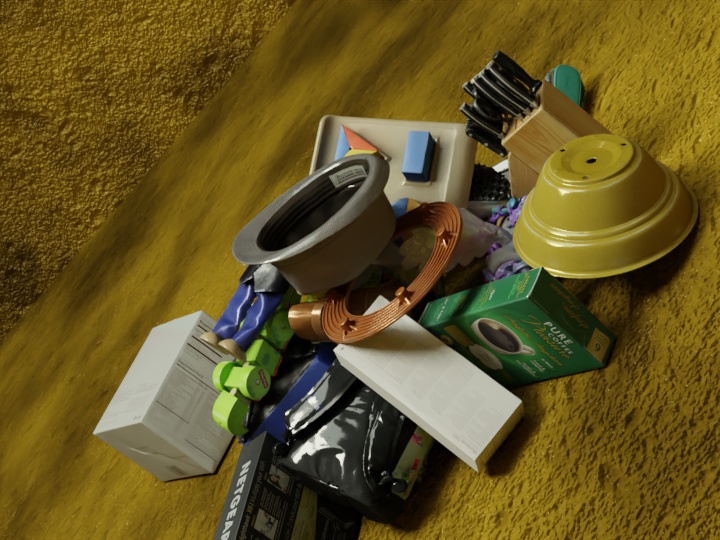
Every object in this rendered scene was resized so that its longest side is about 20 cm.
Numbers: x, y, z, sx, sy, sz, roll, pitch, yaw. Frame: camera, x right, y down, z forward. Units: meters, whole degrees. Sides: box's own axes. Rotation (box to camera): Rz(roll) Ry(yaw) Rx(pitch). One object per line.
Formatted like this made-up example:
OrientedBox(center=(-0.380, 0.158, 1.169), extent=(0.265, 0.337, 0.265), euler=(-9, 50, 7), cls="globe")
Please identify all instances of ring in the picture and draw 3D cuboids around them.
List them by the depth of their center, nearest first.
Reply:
OrientedBox(center=(0.030, -0.003, 1.526), extent=(0.200, 0.019, 0.201), euler=(-37, 24, 19), cls="ring")

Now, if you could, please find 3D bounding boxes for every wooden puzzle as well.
OrientedBox(center=(0.030, -0.099, 1.669), extent=(0.046, 0.197, 0.188), euler=(57, -138, -68), cls="wooden puzzle")

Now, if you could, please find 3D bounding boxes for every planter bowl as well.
OrientedBox(center=(0.249, -0.085, 1.462), extent=(0.198, 0.084, 0.201), euler=(-13, 34, 9), cls="planter bowl")

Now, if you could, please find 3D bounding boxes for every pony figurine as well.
OrientedBox(center=(0.168, -0.009, 1.580), extent=(0.192, 0.168, 0.200), euler=(-36, 23, -15), cls="pony figurine")

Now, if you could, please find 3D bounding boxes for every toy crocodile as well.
OrientedBox(center=(-0.119, 0.100, 1.665), extent=(0.067, 0.062, 0.202), euler=(2, 60, 45), cls="toy crocodile")

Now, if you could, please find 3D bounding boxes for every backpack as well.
OrientedBox(center=(0.017, 0.169, 1.574), extent=(0.201, 0.165, 0.127), euler=(-60, -22, -19), cls="backpack")
OrientedBox(center=(-0.082, 0.159, 1.767), extent=(0.163, 0.168, 0.200), euler=(-45, 29, 3), cls="backpack")

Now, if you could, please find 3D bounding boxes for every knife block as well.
OrientedBox(center=(0.214, -0.170, 1.574), extent=(0.197, 0.177, 0.064), euler=(0, 41, 11), cls="knife block")

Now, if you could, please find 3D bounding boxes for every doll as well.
OrientedBox(center=(-0.107, 0.009, 1.639), extent=(0.136, 0.048, 0.202), euler=(16, 73, 49), cls="doll")

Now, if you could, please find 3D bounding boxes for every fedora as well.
OrientedBox(center=(-0.037, -0.040, 1.559), extent=(0.199, 0.091, 0.177), euler=(-40, 24, -10), cls="fedora")

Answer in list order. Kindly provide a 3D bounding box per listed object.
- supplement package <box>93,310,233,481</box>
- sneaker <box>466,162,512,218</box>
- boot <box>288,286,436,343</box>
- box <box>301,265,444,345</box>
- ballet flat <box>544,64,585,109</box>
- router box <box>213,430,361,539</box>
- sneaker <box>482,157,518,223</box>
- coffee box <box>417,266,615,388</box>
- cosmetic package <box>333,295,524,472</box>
OrientedBox(center=(-0.276, 0.197, 2.156), extent=(0.191, 0.147, 0.201), euler=(-18, 39, 56), cls="supplement package")
OrientedBox(center=(0.098, -0.074, 1.733), extent=(0.197, 0.094, 0.071), euler=(-2, 44, 14), cls="sneaker")
OrientedBox(center=(0.011, 0.065, 1.674), extent=(0.153, 0.200, 0.078), euler=(-8, 81, 17), cls="boot")
OrientedBox(center=(0.000, 0.000, 1.826), extent=(0.122, 0.192, 0.201), euler=(-44, 22, 20), cls="box")
OrientedBox(center=(0.253, -0.178, 1.779), extent=(0.074, 0.074, 0.201), euler=(-34, 25, 39), cls="ballet flat")
OrientedBox(center=(-0.083, 0.305, 1.563), extent=(0.052, 0.157, 0.201), euler=(-35, 26, 36), cls="router box")
OrientedBox(center=(0.141, -0.062, 1.763), extent=(0.199, 0.076, 0.116), euler=(-31, 27, 18), cls="sneaker")
OrientedBox(center=(0.162, 0.066, 1.481), extent=(0.199, 0.123, 0.044), euler=(-22, 32, 55), cls="coffee box")
OrientedBox(center=(0.073, 0.120, 1.491), extent=(0.083, 0.199, 0.051), euler=(-47, -23, -14), cls="cosmetic package")
